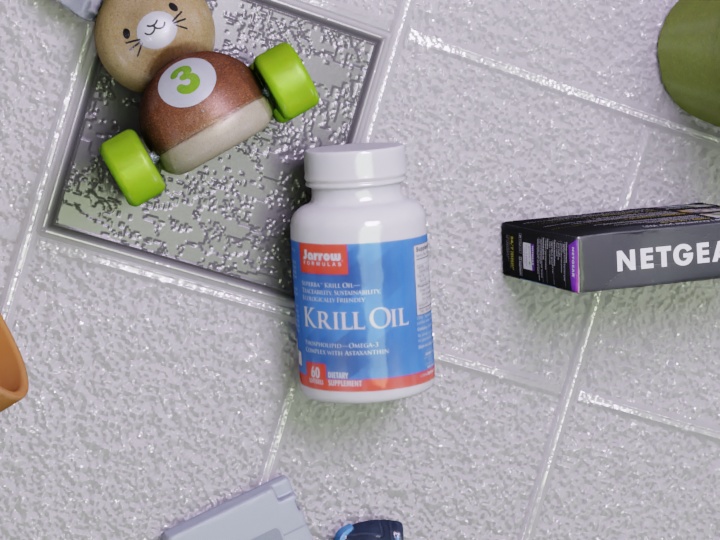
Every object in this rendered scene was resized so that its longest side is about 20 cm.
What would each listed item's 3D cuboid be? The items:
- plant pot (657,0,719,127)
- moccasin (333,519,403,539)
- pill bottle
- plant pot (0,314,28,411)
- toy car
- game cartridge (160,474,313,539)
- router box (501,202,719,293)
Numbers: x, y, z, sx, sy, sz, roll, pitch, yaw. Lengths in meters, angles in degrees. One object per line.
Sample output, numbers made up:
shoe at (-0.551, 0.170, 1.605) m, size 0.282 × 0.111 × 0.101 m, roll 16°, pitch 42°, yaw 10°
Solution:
plant pot at (0.347, -0.182, 1.744) m, size 0.200 × 0.190 × 0.201 m, roll -3°, pitch 98°, yaw -20°
moccasin at (0.031, 0.307, 1.741) m, size 0.068 × 0.080 × 0.201 m, roll -14°, pitch 103°, yaw -7°
pill bottle at (0.000, 0.000, 1.678) m, size 0.112 × 0.112 × 0.201 m, roll -7°, pitch 98°, yaw -20°
plant pot at (-0.357, 0.049, 1.519) m, size 0.140 × 0.200 × 0.200 m, roll -35°, pitch 108°, yaw 4°
toy car at (-0.153, -0.174, 1.590) m, size 0.164 × 0.158 × 0.200 m, roll -30°, pitch 95°, yaw -4°
game cartridge at (-0.086, 0.285, 1.721) m, size 0.133 × 0.040 × 0.200 m, roll -24°, pitch 104°, yaw -20°
router box at (0.238, -0.021, 1.745) m, size 0.199 × 0.149 × 0.051 m, roll -6°, pitch 98°, yaw -19°
